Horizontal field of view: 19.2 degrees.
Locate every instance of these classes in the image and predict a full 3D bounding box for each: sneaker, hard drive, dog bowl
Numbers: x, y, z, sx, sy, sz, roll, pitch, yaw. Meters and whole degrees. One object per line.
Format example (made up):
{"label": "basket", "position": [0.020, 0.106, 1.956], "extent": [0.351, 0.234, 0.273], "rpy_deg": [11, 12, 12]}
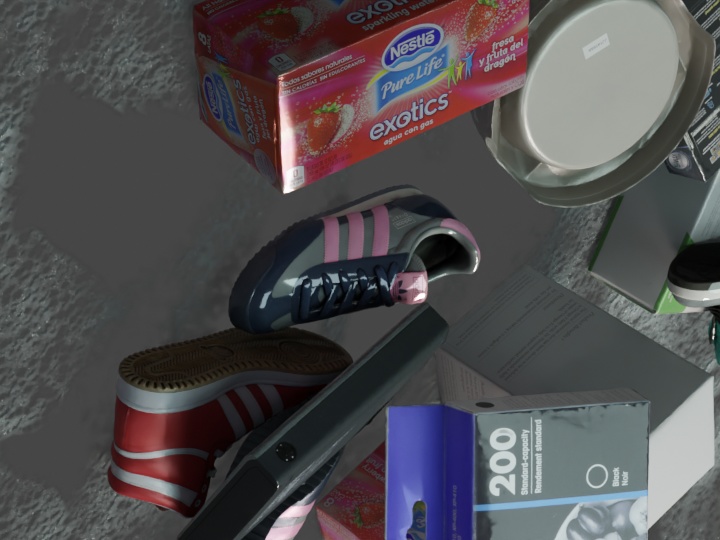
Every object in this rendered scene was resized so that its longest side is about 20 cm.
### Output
{"label": "sneaker", "position": [0.320, 0.035, 1.814], "extent": [0.200, 0.084, 0.121], "rpy_deg": [-15, 119, -45]}
{"label": "sneaker", "position": [-0.095, 0.106, 1.493], "extent": [0.200, 0.071, 0.113], "rpy_deg": [-8, 120, -42]}
{"label": "sneaker", "position": [0.000, 0.000, 1.504], "extent": [0.200, 0.082, 0.070], "rpy_deg": [-29, 138, -36]}
{"label": "hard drive", "position": [-0.031, 0.114, 1.470], "extent": [0.200, 0.033, 0.140], "rpy_deg": [-39, 172, -41]}
{"label": "sneaker", "position": [-0.074, 0.177, 1.602], "extent": [0.200, 0.070, 0.082], "rpy_deg": [-55, 170, -7]}
{"label": "dog bowl", "position": [0.168, -0.148, 1.593], "extent": [0.200, 0.059, 0.200], "rpy_deg": [-17, 127, -24]}

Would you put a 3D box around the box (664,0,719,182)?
{"label": "box", "position": [0.302, -0.196, 1.736], "extent": [0.200, 0.044, 0.160], "rpy_deg": [-44, 126, -19]}

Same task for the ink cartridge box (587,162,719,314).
{"label": "ink cartridge box", "position": [0.308, -0.044, 1.878], "extent": [0.200, 0.084, 0.146], "rpy_deg": [-1, 118, -52]}

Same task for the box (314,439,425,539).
{"label": "box", "position": [0.070, 0.233, 1.694], "extent": [0.103, 0.200, 0.095], "rpy_deg": [-41, 145, -22]}

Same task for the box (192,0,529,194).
{"label": "box", "position": [0.002, -0.143, 1.360], "extent": [0.200, 0.100, 0.096], "rpy_deg": [-26, 136, -26]}

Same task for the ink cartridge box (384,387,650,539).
{"label": "ink cartridge box", "position": [0.116, 0.192, 1.564], "extent": [0.200, 0.043, 0.198], "rpy_deg": [-3, 98, -18]}

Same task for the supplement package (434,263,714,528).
{"label": "supplement package", "position": [0.173, 0.108, 1.723], "extent": [0.117, 0.200, 0.117], "rpy_deg": [-39, 143, -25]}
